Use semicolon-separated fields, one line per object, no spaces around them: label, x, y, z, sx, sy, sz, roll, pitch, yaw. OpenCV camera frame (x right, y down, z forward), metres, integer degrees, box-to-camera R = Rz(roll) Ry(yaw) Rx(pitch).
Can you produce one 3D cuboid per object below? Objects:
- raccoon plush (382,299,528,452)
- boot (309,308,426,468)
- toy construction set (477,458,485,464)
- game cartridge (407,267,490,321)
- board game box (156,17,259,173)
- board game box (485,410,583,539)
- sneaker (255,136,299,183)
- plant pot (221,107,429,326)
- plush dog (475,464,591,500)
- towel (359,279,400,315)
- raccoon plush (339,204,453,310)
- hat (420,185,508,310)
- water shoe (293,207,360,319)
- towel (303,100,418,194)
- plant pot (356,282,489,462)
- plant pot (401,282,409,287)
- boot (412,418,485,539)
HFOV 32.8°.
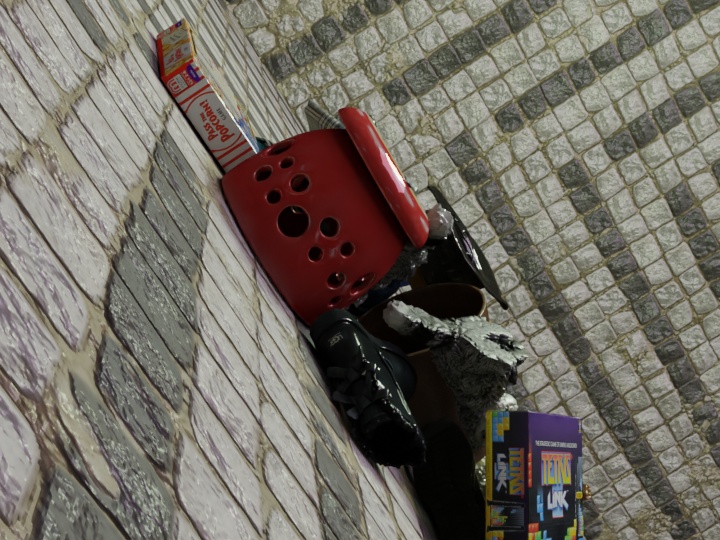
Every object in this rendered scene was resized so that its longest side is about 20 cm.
raccoon plush;0.100;0.120;1.436;0.198;0.135;0.097;26;25;0
boot;0.027;0.141;1.306;0.198;0.073;0.163;45;11;-48
toy construction set;0.154;0.257;1.897;0.201;0.091;0.132;-101;-175;-57
game cartridge;0.134;0.052;1.747;0.176;0.032;0.201;17;39;-60
board game box;-0.184;-0.209;1.475;0.152;0.046;0.200;57;4;-25
board game box;0.206;0.250;1.421;0.199;0.056;0.168;16;73;-61
sneaker;-0.112;-0.146;1.643;0.072;0.079;0.200;60;4;18
plant pot;-0.031;-0.064;1.370;0.202;0.181;0.200;60;4;-6
plush dog;0.212;0.354;1.573;0.200;0.158;0.174;53;43;-63
towel;0.000;0.000;1.708;0.200;0.048;0.113;145;-66;-70
raccoon plush;0.014;-0.022;1.500;0.097;0.133;0.200;51;-26;7
hat;0.119;-0.014;1.650;0.202;0.080;0.201;56;9;-13
water shoe;-0.040;-0.021;1.627;0.201;0.078;0.072;58;4;-14
towel;-0.003;-0.123;1.634;0.192;0.035;0.200;40;-13;12
plant pot;0.099;0.149;1.569;0.187;0.185;0.202;-111;-178;-69
plant pot;0.018;-0.069;1.998;0.201;0.179;0.200;56;4;-18
boot;0.124;0.293;1.468;0.139;0.077;0.202;60;15;-47
